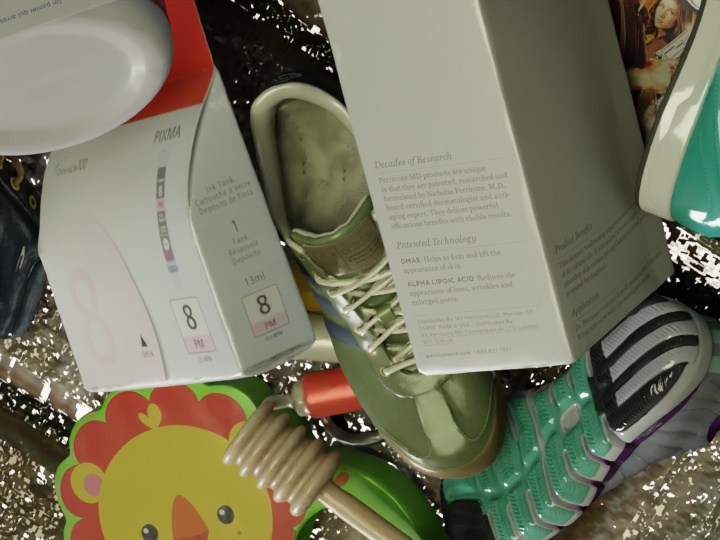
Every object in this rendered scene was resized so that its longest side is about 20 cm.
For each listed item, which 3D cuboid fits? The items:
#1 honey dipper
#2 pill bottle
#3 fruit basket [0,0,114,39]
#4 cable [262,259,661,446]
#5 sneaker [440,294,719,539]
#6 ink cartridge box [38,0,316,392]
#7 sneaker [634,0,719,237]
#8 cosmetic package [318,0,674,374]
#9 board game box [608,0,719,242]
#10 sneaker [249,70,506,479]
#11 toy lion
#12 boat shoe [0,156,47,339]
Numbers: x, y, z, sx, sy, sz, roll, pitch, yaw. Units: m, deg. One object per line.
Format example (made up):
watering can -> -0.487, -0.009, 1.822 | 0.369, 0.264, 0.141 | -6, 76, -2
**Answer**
honey dipper -> 0.025, 0.134, 1.236 | 0.200, 0.038, 0.038 | 36, 118, 5
pill bottle -> -0.157, -0.161, 1.151 | 0.116, 0.116, 0.200 | -33, 59, 28
fruit basket -> -0.134, -0.192, 1.068 | 0.185, 0.094, 0.200 | -21, 79, -13
cable -> 0.042, 0.037, 1.230 | 0.200, 0.050, 0.097 | -3, 99, 24
sneaker -> 0.117, 0.081, 1.211 | 0.200, 0.087, 0.074 | -41, 49, 48
ink cartridge box -> -0.107, -0.045, 1.213 | 0.163, 0.057, 0.200 | -9, 106, 59
sneaker -> 0.195, -0.086, 1.065 | 0.121, 0.084, 0.200 | 26, 124, 17
cosmetic package -> 0.057, -0.068, 1.110 | 0.081, 0.113, 0.200 | -7, 105, 33
board game box -> 0.154, -0.089, 1.150 | 0.200, 0.035, 0.136 | 27, 116, 11
sneaker -> 0.000, 0.000, 1.180 | 0.067, 0.090, 0.200 | -25, 78, 12
toy lion -> -0.052, 0.136, 1.306 | 0.200, 0.069, 0.192 | -8, 98, 24
boat shoe -> -0.196, -0.053, 1.272 | 0.071, 0.091, 0.200 | 32, 121, 43
